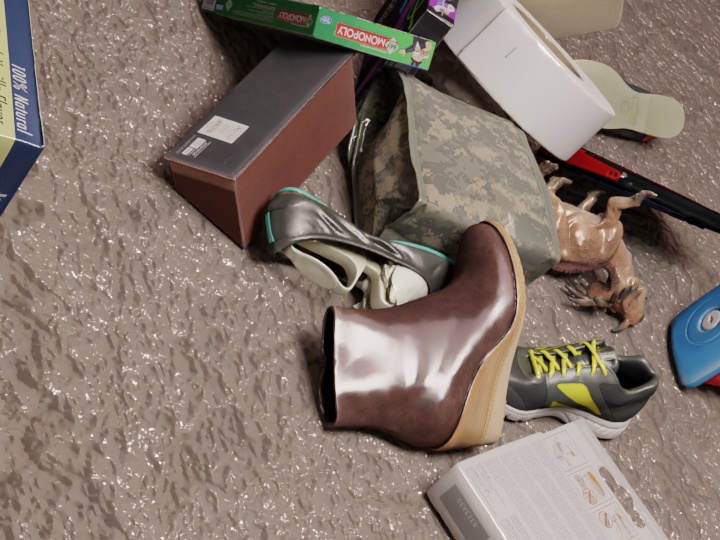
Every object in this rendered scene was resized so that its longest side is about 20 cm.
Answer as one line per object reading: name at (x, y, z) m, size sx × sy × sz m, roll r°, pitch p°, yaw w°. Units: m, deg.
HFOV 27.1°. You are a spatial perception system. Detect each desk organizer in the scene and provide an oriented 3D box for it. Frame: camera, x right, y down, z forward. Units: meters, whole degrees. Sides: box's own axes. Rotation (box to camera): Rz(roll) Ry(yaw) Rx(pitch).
desk organizer at (-0.080, -0.114, 1.287) m, size 0.071 × 0.077 × 0.200 m, roll 18°, pitch 46°, yaw 24°

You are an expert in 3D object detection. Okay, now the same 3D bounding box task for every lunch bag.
lunch bag at (0.080, -0.084, 1.378) m, size 0.163 × 0.118 × 0.201 m, roll 20°, pitch 46°, yaw -27°

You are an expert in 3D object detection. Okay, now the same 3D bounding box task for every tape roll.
tape roll at (0.165, -0.207, 1.509) m, size 0.202 × 0.071 × 0.203 m, roll 44°, pitch 16°, yaw -15°

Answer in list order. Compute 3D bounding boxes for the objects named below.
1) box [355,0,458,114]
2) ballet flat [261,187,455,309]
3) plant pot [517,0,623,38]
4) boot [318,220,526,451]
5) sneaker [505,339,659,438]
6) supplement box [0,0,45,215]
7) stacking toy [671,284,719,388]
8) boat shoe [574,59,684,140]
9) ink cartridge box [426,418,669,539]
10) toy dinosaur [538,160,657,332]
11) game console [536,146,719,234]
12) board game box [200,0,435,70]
box at (0.051, -0.251, 1.498) m, size 0.036 × 0.143 × 0.201 m, roll 31°, pitch 36°, yaw -12°
ballet flat at (0.000, 0.000, 1.264) m, size 0.199 × 0.068 × 0.069 m, roll 23°, pitch 51°, yaw -23°
plant pot at (0.184, -0.378, 1.620) m, size 0.198 × 0.177 × 0.202 m, roll -11°, pitch 72°, yaw -7°
boot at (0.049, 0.042, 1.212) m, size 0.165 × 0.072 × 0.202 m, roll 13°, pitch 73°, yaw -30°
sneaker at (0.180, 0.088, 1.326) m, size 0.199 × 0.085 × 0.075 m, roll 15°, pitch 43°, yaw -34°
supplement box at (-0.339, -0.136, 1.012) m, size 0.199 × 0.134 × 0.201 m, roll 14°, pitch 44°, yaw -33°
stacking toy at (0.422, 0.108, 1.541) m, size 0.200 × 0.110 × 0.117 m, roll 40°, pitch 31°, yaw -23°
boat shoe at (0.289, -0.197, 1.744) m, size 0.199 × 0.072 × 0.062 m, roll 13°, pitch 3°, yaw -32°
ink cartridge box at (0.163, 0.214, 1.219) m, size 0.199 × 0.050 × 0.162 m, roll -9°, pitch 60°, yaw -52°
toy dinosaur at (0.209, -0.025, 1.482) m, size 0.198 × 0.137 × 0.086 m, roll 17°, pitch -5°, yaw -2°
game console at (0.298, -0.085, 1.590) m, size 0.199 × 0.031 × 0.177 m, roll 20°, pitch 10°, yaw -28°
board game box at (-0.042, -0.227, 1.382) m, size 0.134 × 0.029 × 0.199 m, roll 11°, pitch 8°, yaw -37°
